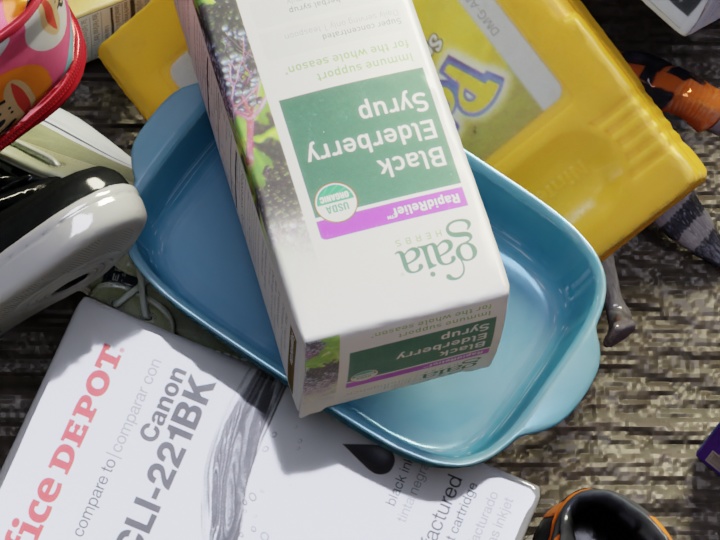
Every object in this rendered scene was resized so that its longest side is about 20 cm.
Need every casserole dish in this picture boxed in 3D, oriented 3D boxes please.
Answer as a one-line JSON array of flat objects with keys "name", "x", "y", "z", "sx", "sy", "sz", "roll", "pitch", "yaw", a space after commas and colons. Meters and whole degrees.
[{"name": "casserole dish", "x": 0.000, "y": 0.000, "z": 1.129, "sx": 0.200, "sy": 0.039, "sz": 0.121, "roll": 34, "pitch": 68, "yaw": 8}]

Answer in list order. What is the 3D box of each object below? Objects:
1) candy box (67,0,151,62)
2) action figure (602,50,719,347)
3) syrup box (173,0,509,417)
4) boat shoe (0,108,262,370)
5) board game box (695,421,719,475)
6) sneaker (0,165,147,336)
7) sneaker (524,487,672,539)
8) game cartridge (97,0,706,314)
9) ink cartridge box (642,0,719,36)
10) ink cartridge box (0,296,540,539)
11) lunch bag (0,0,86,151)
[{"name": "candy box", "x": -0.187, "y": -0.127, "z": 1.235, "sx": 0.200, "sy": 0.055, "sz": 0.115, "roll": -23, "pitch": 73, "yaw": -10}, {"name": "action figure", "x": 0.063, "y": -0.054, "z": 1.231, "sx": 0.193, "sy": 0.105, "sz": 0.200, "roll": 44, "pitch": 104, "yaw": 16}, {"name": "syrup box", "x": -0.012, "y": -0.055, "z": 1.087, "sx": 0.079, "sy": 0.081, "sz": 0.200, "roll": -14, "pitch": 68, "yaw": -9}, {"name": "boat shoe", "x": -0.088, "y": -0.004, "z": 1.179, "sx": 0.200, "sy": 0.072, "sz": 0.062, "roll": 28, "pitch": 27, "yaw": 20}, {"name": "board game box", "x": 0.208, "y": 0.014, "z": 1.144, "sx": 0.045, "sy": 0.200, "sz": 0.134, "roll": 40, "pitch": 74, "yaw": 8}, {"name": "sneaker", "x": -0.167, "y": -0.025, "z": 1.126, "sx": 0.073, "sy": 0.200, "sz": 0.112, "roll": -22, "pitch": 84, "yaw": -42}, {"name": "sneaker", "x": 0.094, "y": 0.180, "z": 1.127, "sx": 0.078, "sy": 0.112, "sz": 0.200, "roll": -7, "pitch": 73, "yaw": -7}, {"name": "game cartridge", "x": 0.013, "y": -0.064, "z": 1.177, "sx": 0.176, "sy": 0.032, "sz": 0.200, "roll": -39, "pitch": 80, "yaw": 19}, {"name": "ink cartridge box", "x": 0.106, "y": -0.192, "z": 1.219, "sx": 0.198, "sy": 0.200, "sz": 0.043, "roll": 43, "pitch": 116, "yaw": 9}, {"name": "ink cartridge box", "x": -0.049, "y": 0.118, "z": 1.148, "sx": 0.200, "sy": 0.084, "sz": 0.144, "roll": 22, "pitch": 76, "yaw": 4}, {"name": "lunch bag", "x": -0.201, "y": -0.116, "z": 1.090, "sx": 0.176, "sy": 0.082, "sz": 0.200, "roll": -39, "pitch": 64, "yaw": -7}]
